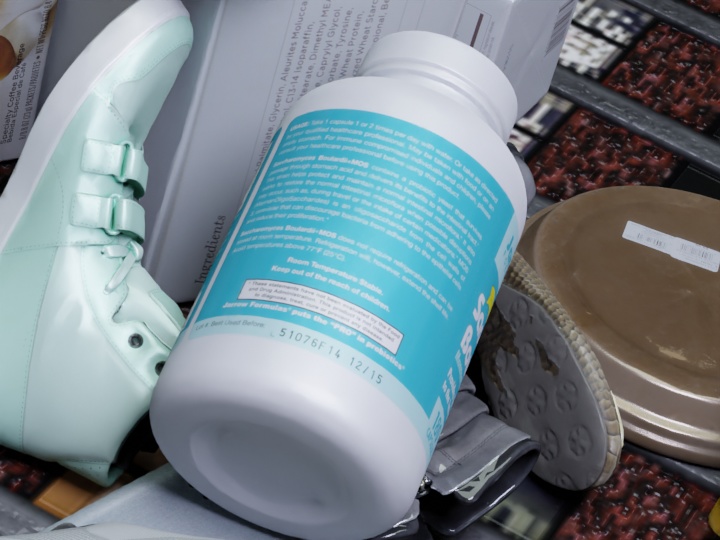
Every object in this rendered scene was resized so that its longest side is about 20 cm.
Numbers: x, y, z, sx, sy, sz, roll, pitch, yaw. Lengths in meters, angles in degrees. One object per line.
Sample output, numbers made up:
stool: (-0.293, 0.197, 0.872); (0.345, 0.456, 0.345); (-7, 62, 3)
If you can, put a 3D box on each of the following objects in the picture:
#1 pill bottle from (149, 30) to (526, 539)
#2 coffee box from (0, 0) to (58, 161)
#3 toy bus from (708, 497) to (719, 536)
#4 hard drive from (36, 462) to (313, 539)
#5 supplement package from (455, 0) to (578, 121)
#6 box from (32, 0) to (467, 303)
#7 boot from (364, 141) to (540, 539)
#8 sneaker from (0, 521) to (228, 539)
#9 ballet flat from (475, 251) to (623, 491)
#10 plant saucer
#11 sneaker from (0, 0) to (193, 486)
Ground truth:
pill bottle: (0.000, 0.000, 1.104); (0.110, 0.111, 0.201); (21, 59, 5)
coffee box: (-0.199, -0.143, 1.241); (0.114, 0.201, 0.080); (-13, 44, -36)
toy bus: (0.248, 0.111, 1.166); (0.200, 0.136, 0.192); (36, 54, 11)
hard drive: (-0.083, 0.152, 1.041); (0.139, 0.033, 0.200); (37, 40, 24)
supplement package: (0.004, -0.158, 1.424); (0.199, 0.114, 0.110); (29, 38, 15)
box: (-0.067, -0.125, 1.273); (0.130, 0.201, 0.199); (-8, 44, -31)
boot: (0.033, 0.042, 1.183); (0.200, 0.070, 0.132); (-41, 62, -17)
sneaker: (-0.115, 0.126, 0.982); (0.199, 0.074, 0.079); (7, 27, -25)
ballet flat: (0.073, 0.027, 1.255); (0.046, 0.068, 0.200); (5, 31, -33)
plant saucer: (0.160, 0.020, 1.327); (0.199, 0.030, 0.200); (11, 36, -8)
sneaker: (-0.092, -0.009, 1.146); (0.118, 0.201, 0.074); (28, -2, 9)
